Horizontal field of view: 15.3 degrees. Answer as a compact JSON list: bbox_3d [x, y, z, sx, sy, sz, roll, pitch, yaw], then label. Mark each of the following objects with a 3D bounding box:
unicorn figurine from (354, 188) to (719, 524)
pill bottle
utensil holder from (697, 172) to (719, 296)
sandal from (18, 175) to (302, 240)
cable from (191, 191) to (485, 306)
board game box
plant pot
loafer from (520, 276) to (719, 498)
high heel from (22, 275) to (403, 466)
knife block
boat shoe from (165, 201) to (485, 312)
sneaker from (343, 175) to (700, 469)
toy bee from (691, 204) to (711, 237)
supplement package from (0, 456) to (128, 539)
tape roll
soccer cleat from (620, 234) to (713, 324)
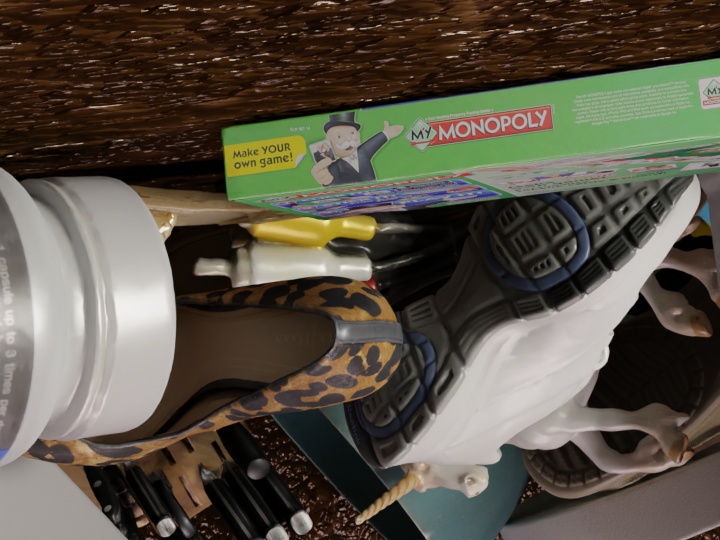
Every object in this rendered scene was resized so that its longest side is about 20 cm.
[{"bbox_3d":[0.097,0.049,1.296,0.137,0.200,0.074,15,173,15],"label":"unicorn figurine"},{"bbox_3d":[-0.173,0.018,0.932,0.200,0.114,0.114,-4,175,-33],"label":"pill bottle"},{"bbox_3d":[0.248,0.034,1.223,0.170,0.200,0.170,-6,177,0],"label":"utensil holder"},{"bbox_3d":[-0.099,-0.002,1.086,0.211,0.070,0.078,-6,176,-8],"label":"sandal"},{"bbox_3d":[0.026,-0.002,1.190,0.200,0.097,0.050,-3,-148,-2],"label":"cable"},{"bbox_3d":[0.063,-0.047,0.987,0.200,0.029,0.135,-7,175,13],"label":"board game box"},{"bbox_3d":[0.029,0.049,1.423,0.135,0.200,0.200,-42,-178,-10],"label":"plant pot"},{"bbox_3d":[0.171,0.049,1.357,0.200,0.076,0.068,-38,148,7],"label":"loafer"},{"bbox_3d":[-0.083,0.038,1.101,0.200,0.072,0.143,-8,173,-3],"label":"high heel"},{"bbox_3d":[-0.088,0.078,1.394,0.175,0.064,0.200,-4,-139,28],"label":"knife block"},{"bbox_3d":[0.000,0.000,1.254,0.200,0.074,0.066,-2,-169,3],"label":"boat shoe"},{"bbox_3d":[0.079,0.015,1.174,0.087,0.075,0.200,14,133,-43],"label":"sneaker"},{"bbox_3d":[0.202,0.015,1.509,0.200,0.109,0.131,-12,148,6],"label":"toy bee"},{"bbox_3d":[-0.200,0.144,1.250,0.120,0.121,0.200,7,152,27],"label":"supplement package"},{"bbox_3d":[0.171,0.114,1.442,0.203,0.037,0.203,-22,180,0],"label":"tape roll"},{"bbox_3d":[0.159,0.023,1.423,0.081,0.068,0.200,-14,143,7],"label":"soccer cleat"}]
